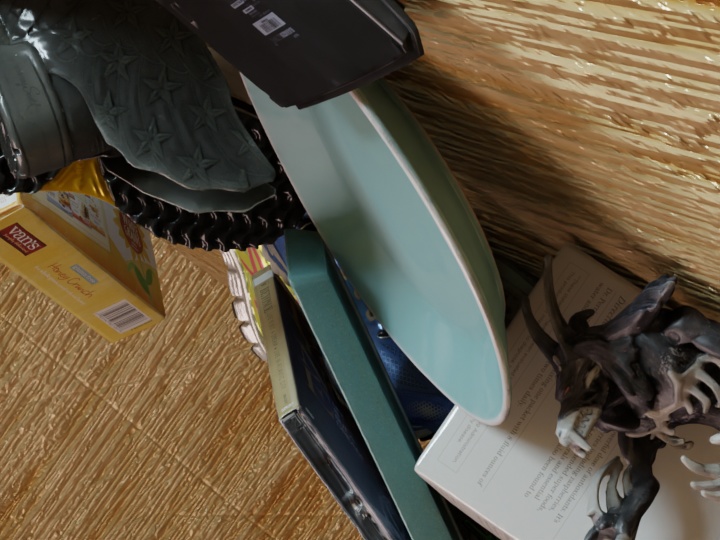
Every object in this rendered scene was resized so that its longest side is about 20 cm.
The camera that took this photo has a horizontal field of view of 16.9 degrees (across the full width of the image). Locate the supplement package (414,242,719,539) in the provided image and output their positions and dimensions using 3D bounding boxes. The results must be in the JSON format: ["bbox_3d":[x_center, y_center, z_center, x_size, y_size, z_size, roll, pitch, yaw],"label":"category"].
[{"bbox_3d":[0.143,0.100,1.050,0.200,0.122,0.120,34,176,14],"label":"supplement package"}]

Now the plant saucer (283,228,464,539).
[{"bbox_3d":[0.014,0.075,1.083,0.070,0.019,0.201,-100,-13,-70],"label":"plant saucer"}]

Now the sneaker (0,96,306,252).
[{"bbox_3d":[-0.117,-0.067,1.075,0.199,0.070,0.090,10,-155,-21],"label":"sneaker"}]

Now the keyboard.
[{"bbox_3d":[-0.046,-0.108,0.840,0.127,0.021,0.200,40,169,-10],"label":"keyboard"}]

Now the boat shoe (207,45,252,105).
[{"bbox_3d":[-0.081,-0.059,1.172,0.070,0.070,0.200,19,166,-3],"label":"boat shoe"}]

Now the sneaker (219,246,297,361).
[{"bbox_3d":[-0.025,-0.002,1.320,0.090,0.078,0.200,10,142,45],"label":"sneaker"}]

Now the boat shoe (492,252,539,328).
[{"bbox_3d":[0.084,0.040,1.212,0.073,0.063,0.200,37,175,-31],"label":"boat shoe"}]

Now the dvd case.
[{"bbox_3d":[-0.002,0.088,1.187,0.149,0.016,0.200,55,-175,-19],"label":"dvd case"}]

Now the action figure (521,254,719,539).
[{"bbox_3d":[0.137,0.078,0.934,0.199,0.102,0.119,31,141,6],"label":"action figure"}]

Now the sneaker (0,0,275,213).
[{"bbox_3d":[-0.111,-0.111,0.996,0.060,0.104,0.201,113,140,-72],"label":"sneaker"}]

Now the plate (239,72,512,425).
[{"bbox_3d":[0.010,-0.028,0.967,0.201,0.026,0.200,55,169,16],"label":"plate"}]

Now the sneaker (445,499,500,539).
[{"bbox_3d":[0.095,0.127,1.226,0.085,0.079,0.199,7,177,42],"label":"sneaker"}]

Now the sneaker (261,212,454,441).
[{"bbox_3d":[0.000,0.000,1.161,0.200,0.078,0.089,51,165,37],"label":"sneaker"}]

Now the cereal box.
[{"bbox_3d":[-0.164,-0.078,1.241,0.144,0.039,0.201,43,-153,-54],"label":"cereal box"}]
